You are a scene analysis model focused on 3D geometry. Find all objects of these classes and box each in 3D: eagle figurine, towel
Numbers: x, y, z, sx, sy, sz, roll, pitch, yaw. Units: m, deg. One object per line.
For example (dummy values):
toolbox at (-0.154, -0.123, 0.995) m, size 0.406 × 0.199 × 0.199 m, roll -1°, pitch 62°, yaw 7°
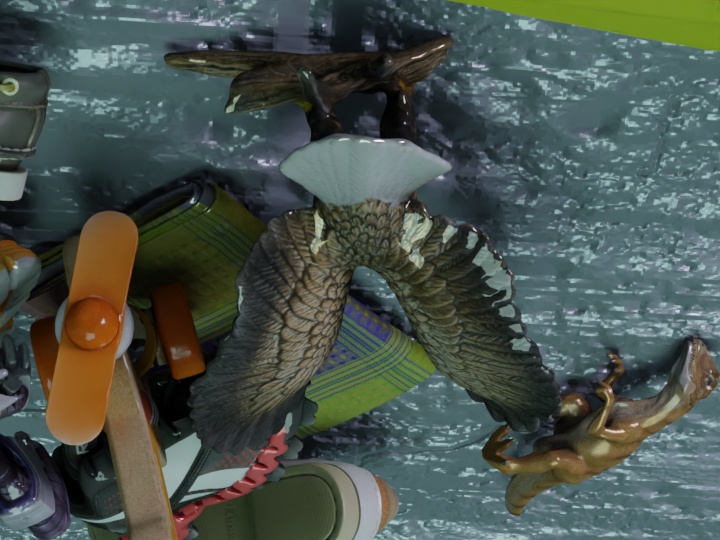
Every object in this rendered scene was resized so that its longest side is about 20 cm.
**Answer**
eagle figurine at (0.004, -0.002, 0.856) m, size 0.151 × 0.201 × 0.151 m, roll -16°, pitch -161°, yaw -42°
towel at (-0.069, 0.028, 0.999) m, size 0.143 × 0.023 × 0.200 m, roll -26°, pitch 135°, yaw 31°

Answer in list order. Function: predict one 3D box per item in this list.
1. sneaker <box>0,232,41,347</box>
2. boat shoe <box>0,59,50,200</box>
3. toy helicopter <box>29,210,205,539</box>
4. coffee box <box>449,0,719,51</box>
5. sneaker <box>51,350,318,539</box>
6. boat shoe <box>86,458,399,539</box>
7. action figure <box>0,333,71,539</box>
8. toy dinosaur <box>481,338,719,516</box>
sneaker at (-0.221, 0.021, 0.966) m, size 0.077 × 0.078 × 0.200 m, roll 41°, pitch 141°, yaw 0°
boat shoe at (-0.232, -0.091, 0.820) m, size 0.201 × 0.072 × 0.060 m, roll 21°, pitch 100°, yaw -5°
toy helicopter at (-0.105, 0.065, 0.867) m, size 0.079 × 0.200 × 0.132 m, roll -14°, pitch 145°, yaw -5°
coffee box at (0.138, -0.190, 0.524) m, size 0.199 × 0.198 × 0.200 m, roll 13°, pitch 144°, yaw 12°
sneaker at (-0.100, 0.085, 0.997) m, size 0.098 × 0.071 × 0.200 m, roll 21°, pitch 140°, yaw -27°
boat shoe at (-0.069, 0.145, 1.103) m, size 0.200 × 0.075 × 0.068 m, roll -5°, pitch 173°, yaw 36°
action figure at (-0.205, 0.085, 0.906) m, size 0.130 × 0.070 × 0.200 m, roll -18°, pitch 159°, yaw 1°
toy dinosaur at (0.112, 0.101, 1.054) m, size 0.106 × 0.061 × 0.200 m, roll 24°, pitch 138°, yaw -28°
